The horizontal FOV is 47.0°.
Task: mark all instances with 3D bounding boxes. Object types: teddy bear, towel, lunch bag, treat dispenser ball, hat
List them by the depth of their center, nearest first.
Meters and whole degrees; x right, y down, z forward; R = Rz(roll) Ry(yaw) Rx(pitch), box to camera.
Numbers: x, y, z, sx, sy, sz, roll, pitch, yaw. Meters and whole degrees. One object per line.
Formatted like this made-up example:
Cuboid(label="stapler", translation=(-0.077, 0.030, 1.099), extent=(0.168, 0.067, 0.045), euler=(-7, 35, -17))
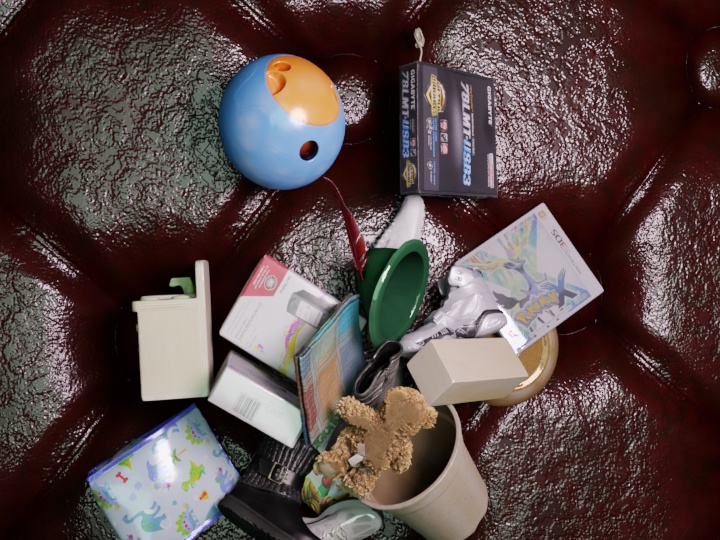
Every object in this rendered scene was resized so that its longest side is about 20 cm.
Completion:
Cuboid(label="teddy bear", translation=(0.020, 0.241, 1.190), extent=(0.142, 0.067, 0.204), euler=(23, 108, -2))
Cuboid(label="towel", translation=(-0.040, 0.142, 1.214), extent=(0.021, 0.200, 0.150), euler=(3, 114, 23))
Cuboid(label="treat dispenser ball", translation=(-0.121, -0.228, 1.275), extent=(0.195, 0.201, 0.207), euler=(0, 89, -8))
Cuboid(label="lunch bag", translation=(-0.297, 0.330, 1.279), extent=(0.198, 0.127, 0.172), euler=(-33, 94, -17))
Cuboid(label="hat", translation=(0.000, 0.000, 1.307), extent=(0.173, 0.166, 0.203), euler=(20, 79, 28))

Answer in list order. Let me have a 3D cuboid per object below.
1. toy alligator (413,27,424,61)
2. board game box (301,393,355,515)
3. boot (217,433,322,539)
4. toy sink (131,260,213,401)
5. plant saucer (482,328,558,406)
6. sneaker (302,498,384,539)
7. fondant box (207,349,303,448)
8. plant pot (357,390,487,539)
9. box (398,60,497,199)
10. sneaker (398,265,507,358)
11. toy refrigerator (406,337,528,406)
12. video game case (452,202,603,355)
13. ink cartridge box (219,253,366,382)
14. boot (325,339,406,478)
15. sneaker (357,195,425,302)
Cuboid(label="toy alligator", translation=(0.099, -0.296, 1.385), extent=(0.053, 0.059, 0.205), euler=(-12, 93, 33))
Cuboid(label="board game box", translation=(-0.030, 0.299, 1.365), extent=(0.126, 0.035, 0.201), euler=(40, 84, -7))
Cuboid(label="boot", translation=(-0.097, 0.346, 1.256), extent=(0.208, 0.080, 0.158), euler=(30, 56, 16))
Cuboid(label="toy sink", translation=(-0.289, 0.089, 1.283), extent=(0.109, 0.130, 0.206), euler=(-2, 91, -8))
Cuboid(label="plant saucer", translation=(0.250, 0.131, 1.408), extent=(0.195, 0.035, 0.206), euler=(0, 90, -8))
Cuboid(label="sneaker", translation=(-0.057, 0.434, 1.291), extent=(0.196, 0.116, 0.077), euler=(-19, 112, 14))
Cuboid(label="fondant box", translation=(-0.154, 0.191, 1.265), extent=(0.142, 0.200, 0.059), euler=(31, 89, -7))
Cuboid(label="plant pot", translation=(0.107, 0.326, 1.301), extent=(0.200, 0.200, 0.184), euler=(-43, 125, -6))
Cuboid(label="box", translation=(0.145, -0.221, 1.343), extent=(0.195, 0.049, 0.206), euler=(-1, 90, -41))
Cuboid(label="sneaker", translation=(0.133, 0.065, 1.318), extent=(0.196, 0.075, 0.117), euler=(-15, 76, -22))
Cuboid(label="toy refrigerator", translation=(0.167, 0.156, 1.282), extent=(0.070, 0.197, 0.077), euler=(-47, 58, 31))
Cuboid(label="video game case", translation=(0.283, 0.013, 1.394), extent=(0.198, 0.022, 0.184), euler=(-33, 82, -12))
Cuboid(label="ink cartridge box", translation=(-0.109, 0.088, 1.332), extent=(0.197, 0.086, 0.150), euler=(31, 85, -5))
Cuboid(label="boot", translation=(0.001, 0.203, 1.247), extent=(0.067, 0.132, 0.202), euler=(26, 67, 22))
Cuboid(label="sneaker", translation=(0.053, -0.034, 1.366), extent=(0.079, 0.076, 0.205), euler=(15, 86, 0))
